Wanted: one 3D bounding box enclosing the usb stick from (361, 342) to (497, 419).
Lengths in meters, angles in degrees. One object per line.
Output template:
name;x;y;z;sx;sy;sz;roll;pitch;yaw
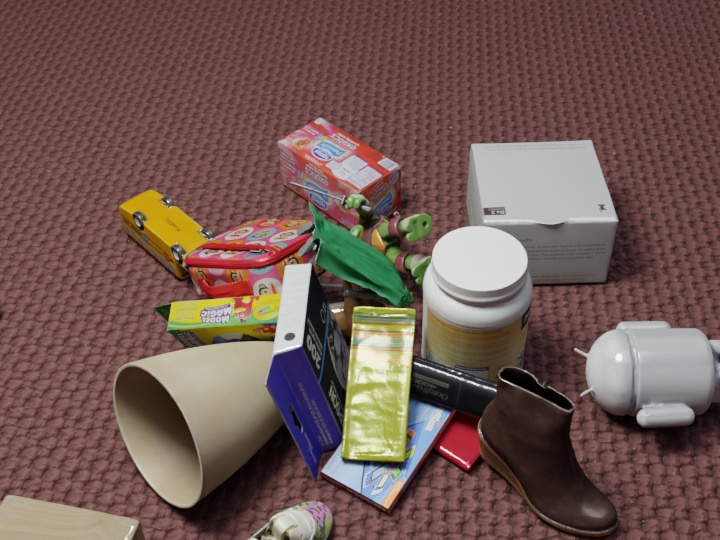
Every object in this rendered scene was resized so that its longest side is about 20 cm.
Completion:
usb stick;0.092;0.143;1.251;0.199;0.056;0.033;17;25;21

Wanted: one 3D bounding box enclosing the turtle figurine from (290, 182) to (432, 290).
turtle figurine;0.008;-0.032;1.416;0.194;0.200;0.145;7;80;51

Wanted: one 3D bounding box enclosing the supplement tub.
supplement tub;0.153;0.055;1.289;0.144;0.201;0.145;-1;44;1

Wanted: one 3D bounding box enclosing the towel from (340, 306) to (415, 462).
towel;0.023;0.142;1.236;0.086;0.018;0.201;-1;69;17

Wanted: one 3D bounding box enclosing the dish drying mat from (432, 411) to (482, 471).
dish drying mat;0.085;0.188;1.285;0.200;0.018;0.077;31;56;28

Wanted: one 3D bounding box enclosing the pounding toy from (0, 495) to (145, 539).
pounding toy;-0.298;0.346;1.012;0.199;0.185;0.142;8;44;10

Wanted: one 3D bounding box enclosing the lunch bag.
lunch bag;-0.151;-0.008;1.369;0.199;0.082;0.176;2;26;44

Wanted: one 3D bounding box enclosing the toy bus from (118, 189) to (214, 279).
toy bus;-0.297;-0.053;1.509;0.065;0.079;0.200;-32;51;-29

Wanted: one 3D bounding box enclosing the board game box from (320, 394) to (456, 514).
board game box;0.046;0.208;1.247;0.103;0.019;0.200;23;56;26

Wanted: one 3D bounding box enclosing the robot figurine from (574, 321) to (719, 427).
robot figurine;0.382;0.133;1.262;0.199;0.113;0.170;0;42;2

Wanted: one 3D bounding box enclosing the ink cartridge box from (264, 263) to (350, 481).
ink cartridge box;-0.059;0.128;1.225;0.043;0.199;0.200;-8;43;14

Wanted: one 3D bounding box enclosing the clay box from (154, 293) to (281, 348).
clay box;-0.171;0.081;1.314;0.199;0.115;0.048;-6;61;16

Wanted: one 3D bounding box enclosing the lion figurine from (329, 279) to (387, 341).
lion figurine;-0.042;0.071;1.373;0.199;0.123;0.072;-9;8;15

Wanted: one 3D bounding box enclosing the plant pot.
plant pot;-0.176;0.169;1.221;0.200;0.188;0.187;-23;46;-40

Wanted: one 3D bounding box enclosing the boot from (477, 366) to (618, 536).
boot;0.228;0.216;1.137;0.200;0.167;0.072;32;52;21

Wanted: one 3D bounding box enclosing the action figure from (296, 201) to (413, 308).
action figure;0.000;0.000;1.309;0.055;0.200;0.118;-37;37;29

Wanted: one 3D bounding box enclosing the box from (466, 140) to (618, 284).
box;0.272;-0.090;1.489;0.198;0.131;0.200;-1;44;0

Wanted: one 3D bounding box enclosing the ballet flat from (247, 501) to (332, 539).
ballet flat;-0.109;0.324;1.111;0.200;0.071;0.069;-34;51;-29

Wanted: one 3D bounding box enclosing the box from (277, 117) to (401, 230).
box;-0.035;-0.157;1.596;0.100;0.096;0.200;-34;52;-30
